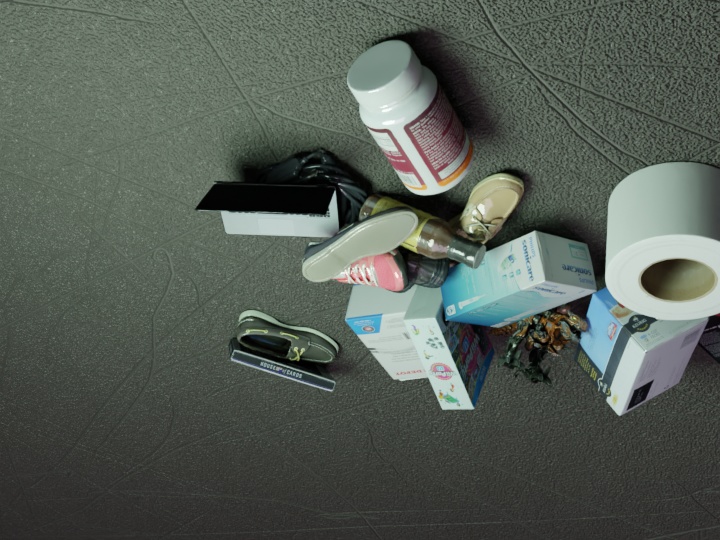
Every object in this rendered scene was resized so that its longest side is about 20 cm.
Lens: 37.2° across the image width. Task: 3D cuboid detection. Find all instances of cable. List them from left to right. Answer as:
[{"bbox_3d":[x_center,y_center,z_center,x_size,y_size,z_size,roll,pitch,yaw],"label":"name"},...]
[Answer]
[{"bbox_3d":[-0.085,-0.112,1.685,0.163,0.051,0.200,31,137,-32],"label":"cable"}]

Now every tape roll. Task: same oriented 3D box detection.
[{"bbox_3d":[0.458,-0.040,1.543,0.202,0.139,0.203,8,143,6],"label":"tape roll"}]

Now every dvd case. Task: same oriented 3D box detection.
[{"bbox_3d":[-0.152,0.179,2.039,0.200,0.025,0.150,19,-178,-10],"label":"dvd case"}]

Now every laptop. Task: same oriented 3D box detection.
[{"bbox_3d":[-0.133,-0.071,1.605,0.187,0.116,0.200,3,145,5],"label":"laptop"}]

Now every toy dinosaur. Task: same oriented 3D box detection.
[{"bbox_3d":[0.291,0.112,1.767,0.102,0.136,0.200,23,166,-11],"label":"toy dinosaur"}]

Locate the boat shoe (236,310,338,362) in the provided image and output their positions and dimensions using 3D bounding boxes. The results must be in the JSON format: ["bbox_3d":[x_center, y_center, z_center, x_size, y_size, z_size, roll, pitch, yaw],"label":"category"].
[{"bbox_3d":[-0.138,0.139,2.016,0.201,0.061,0.072,20,133,-13],"label":"boat shoe"}]

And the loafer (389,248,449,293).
[{"bbox_3d":[0.064,-0.008,1.722,0.072,0.073,0.200,18,165,-25],"label":"loafer"}]

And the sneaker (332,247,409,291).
[{"bbox_3d":[0.000,0.000,1.666,0.200,0.087,0.074,23,133,54],"label":"sneaker"}]

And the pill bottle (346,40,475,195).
[{"bbox_3d":[0.068,-0.206,1.449,0.114,0.114,0.200,-10,139,27],"label":"pill bottle"}]

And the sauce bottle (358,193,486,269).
[{"bbox_3d":[0.095,-0.056,1.631,0.200,0.065,0.065,25,149,23],"label":"sauce bottle"}]

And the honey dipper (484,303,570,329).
[{"bbox_3d":[0.265,0.076,1.848,0.200,0.038,0.038,-11,138,22],"label":"honey dipper"}]

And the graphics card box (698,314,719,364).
[{"bbox_3d":[0.628,0.104,1.764,0.200,0.051,0.125,37,137,-29],"label":"graphics card box"}]

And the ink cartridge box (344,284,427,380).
[{"bbox_3d":[0.086,0.103,1.887,0.146,0.084,0.200,-9,140,27],"label":"ink cartridge box"}]

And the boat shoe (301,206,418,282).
[{"bbox_3d":[-0.006,-0.054,1.612,0.200,0.063,0.073,-29,133,21],"label":"boat shoe"}]

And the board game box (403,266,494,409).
[{"bbox_3d":[0.150,0.110,1.784,0.064,0.148,0.200,-6,126,28],"label":"board game box"}]

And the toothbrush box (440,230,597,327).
[{"bbox_3d":[0.246,0.018,1.685,0.146,0.085,0.200,10,155,-44],"label":"toothbrush box"}]

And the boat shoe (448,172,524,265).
[{"bbox_3d":[0.187,-0.074,1.636,0.071,0.065,0.200,21,143,-12],"label":"boat shoe"}]

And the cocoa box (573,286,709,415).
[{"bbox_3d":[0.444,0.110,1.718,0.133,0.131,0.200,-25,147,-17],"label":"cocoa box"}]
